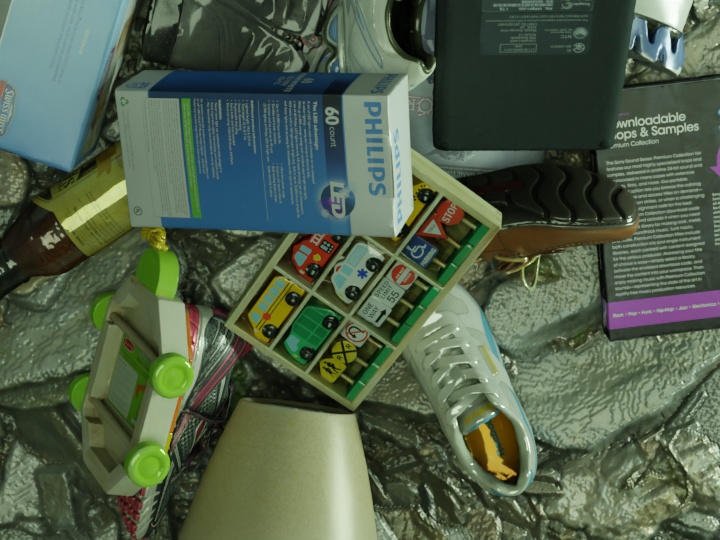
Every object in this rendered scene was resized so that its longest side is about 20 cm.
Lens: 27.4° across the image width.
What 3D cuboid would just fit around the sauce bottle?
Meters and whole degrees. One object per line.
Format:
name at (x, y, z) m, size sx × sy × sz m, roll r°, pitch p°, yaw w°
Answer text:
sauce bottle at (-0.219, -0.040, 1.138) m, size 0.199 × 0.066 × 0.066 m, roll -32°, pitch 101°, yaw 3°

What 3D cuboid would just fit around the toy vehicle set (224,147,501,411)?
toy vehicle set at (0.000, 0.000, 1.114) m, size 0.124 × 0.027 × 0.201 m, roll 33°, pitch 117°, yaw -9°

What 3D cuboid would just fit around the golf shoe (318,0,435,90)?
golf shoe at (0.014, -0.224, 1.065) m, size 0.078 × 0.097 × 0.202 m, roll -16°, pitch 98°, yaw -43°

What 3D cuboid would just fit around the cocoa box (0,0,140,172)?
cocoa box at (-0.232, -0.191, 1.073) m, size 0.130 × 0.133 × 0.202 m, roll 18°, pitch 100°, yaw -6°

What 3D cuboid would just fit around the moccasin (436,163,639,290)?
moccasin at (0.113, -0.032, 1.139) m, size 0.199 × 0.074 × 0.078 m, roll -9°, pitch 138°, yaw 3°

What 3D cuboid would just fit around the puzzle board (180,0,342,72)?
puzzle board at (-0.037, -0.201, 1.138) m, size 0.150 × 0.017 × 0.202 m, roll 24°, pitch 100°, yaw -6°

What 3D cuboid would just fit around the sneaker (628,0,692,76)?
sneaker at (0.175, -0.236, 1.099) m, size 0.198 × 0.080 × 0.116 m, roll 22°, pitch 93°, yaw -22°

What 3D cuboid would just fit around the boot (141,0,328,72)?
boot at (-0.081, -0.236, 1.096) m, size 0.130 × 0.070 × 0.202 m, roll 11°, pitch 108°, yaw -11°

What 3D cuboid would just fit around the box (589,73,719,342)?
box at (0.256, -0.052, 1.169) m, size 0.141 × 0.036 × 0.202 m, roll -6°, pitch 103°, yaw -1°

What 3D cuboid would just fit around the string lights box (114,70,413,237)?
string lights box at (-0.066, -0.083, 1.040) m, size 0.198 × 0.059 × 0.104 m, roll 3°, pitch 113°, yaw 15°

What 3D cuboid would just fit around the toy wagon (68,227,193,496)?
toy wagon at (-0.167, 0.065, 1.120) m, size 0.039 × 0.155 × 0.202 m, roll 11°, pitch 102°, yaw -31°

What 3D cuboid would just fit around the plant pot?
plant pot at (-0.062, 0.205, 1.151) m, size 0.185 × 0.187 × 0.202 m, roll 7°, pitch 88°, yaw -4°

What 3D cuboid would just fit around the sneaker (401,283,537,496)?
sneaker at (0.083, 0.085, 1.166) m, size 0.076 × 0.081 × 0.201 m, roll -31°, pitch 96°, yaw 5°

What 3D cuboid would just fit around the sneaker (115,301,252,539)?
sneaker at (-0.143, 0.125, 1.171) m, size 0.074 × 0.081 × 0.202 m, roll 11°, pitch 109°, yaw -31°

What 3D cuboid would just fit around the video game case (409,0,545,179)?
video game case at (0.082, -0.167, 1.140) m, size 0.141 × 0.019 × 0.202 m, roll 4°, pitch 100°, yaw -11°

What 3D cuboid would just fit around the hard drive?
hard drive at (0.122, -0.166, 1.054) m, size 0.138 × 0.033 × 0.201 m, roll 0°, pitch 138°, yaw 1°
